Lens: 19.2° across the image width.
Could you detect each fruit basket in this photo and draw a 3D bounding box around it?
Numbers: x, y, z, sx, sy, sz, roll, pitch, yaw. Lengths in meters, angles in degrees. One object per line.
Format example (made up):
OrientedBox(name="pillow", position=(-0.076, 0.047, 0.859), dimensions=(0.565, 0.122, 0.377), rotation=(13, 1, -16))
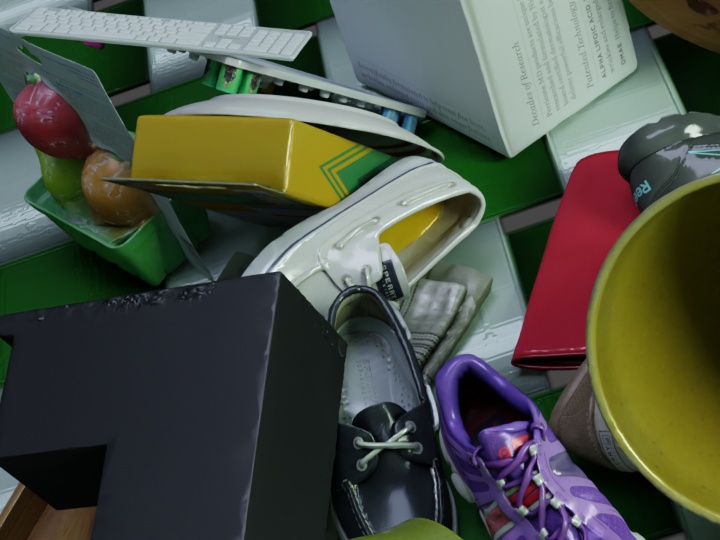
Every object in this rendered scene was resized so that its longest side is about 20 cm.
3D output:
OrientedBox(name="fruit basket", position=(-0.188, -0.092, 1.501), dimensions=(0.094, 0.201, 0.185), rotation=(-39, 39, -22))

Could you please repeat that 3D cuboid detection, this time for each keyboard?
OrientedBox(name="keyboard", position=(-0.135, -0.161, 1.440), dimensions=(0.199, 0.011, 0.056), rotation=(6, 19, 10))

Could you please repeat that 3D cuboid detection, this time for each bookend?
OrientedBox(name="bookend", position=(-0.122, 0.119, 1.220), dimensions=(0.198, 0.092, 0.201), rotation=(-9, 56, 24))

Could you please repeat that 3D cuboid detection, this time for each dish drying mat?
OrientedBox(name="dish drying mat", position=(0.154, -0.009, 1.371), dimensions=(0.076, 0.018, 0.201), rotation=(-3, 41, 23))

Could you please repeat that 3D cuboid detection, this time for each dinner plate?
OrientedBox(name="dinner plate", position=(-0.040, -0.096, 1.456), dimensions=(0.199, 0.200, 0.024), rotation=(5, 85, 32))

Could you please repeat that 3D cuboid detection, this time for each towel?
OrientedBox(name="towel", position=(-0.037, 0.052, 1.380), dimensions=(0.192, 0.035, 0.200), rotation=(7, 45, 34))

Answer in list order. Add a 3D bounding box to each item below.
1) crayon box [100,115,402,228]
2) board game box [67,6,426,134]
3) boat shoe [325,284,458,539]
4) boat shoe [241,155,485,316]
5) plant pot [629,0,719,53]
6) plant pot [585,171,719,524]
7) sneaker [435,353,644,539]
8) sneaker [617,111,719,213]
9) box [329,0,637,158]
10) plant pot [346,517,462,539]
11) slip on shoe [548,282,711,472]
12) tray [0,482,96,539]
OrientedBox(name="crayon box", position=(-0.063, -0.066, 1.415), dimensions=(0.125, 0.200, 0.052), rotation=(4, 85, 31))
OrientedBox(name="board game box", position=(-0.085, -0.143, 1.548), dimensions=(0.199, 0.199, 0.026), rotation=(22, 98, 44))
OrientedBox(name="boat shoe", position=(0.010, 0.096, 1.253), dimensions=(0.075, 0.061, 0.201), rotation=(-14, 48, -6))
OrientedBox(name="boat shoe", position=(0.000, 0.000, 1.355), dimensions=(0.200, 0.071, 0.070), rotation=(-36, 39, -27))
OrientedBox(name="plant pot", position=(0.264, -0.238, 1.462), dimensions=(0.199, 0.200, 0.141), rotation=(17, 76, 41))
OrientedBox(name="plant pot", position=(0.237, 0.027, 1.164), dimensions=(0.199, 0.201, 0.142), rotation=(-4, 13, 23))
OrientedBox(name="sneaker", position=(0.093, 0.126, 1.163), dimensions=(0.080, 0.084, 0.200), rotation=(-35, 52, -5))
OrientedBox(name="sneaker", position=(0.268, -0.070, 1.361), dimensions=(0.199, 0.075, 0.080), rotation=(-18, 60, 3))
OrientedBox(name="box", position=(0.072, -0.220, 1.525), dimensions=(0.130, 0.201, 0.199), rotation=(-35, 38, -19))
OrientedBox(name="plant pot", position=(-0.020, 0.220, 1.049), dimensions=(0.192, 0.201, 0.200), rotation=(-26, 35, -25))
OrientedBox(name="slip on shoe", position=(0.181, 0.037, 1.261), dimensions=(0.060, 0.076, 0.200), rotation=(1, 47, 46))
OrientedBox(name="tray", position=(-0.158, 0.134, 1.312), dimensions=(0.098, 0.037, 0.201), rotation=(9, 57, 32))
